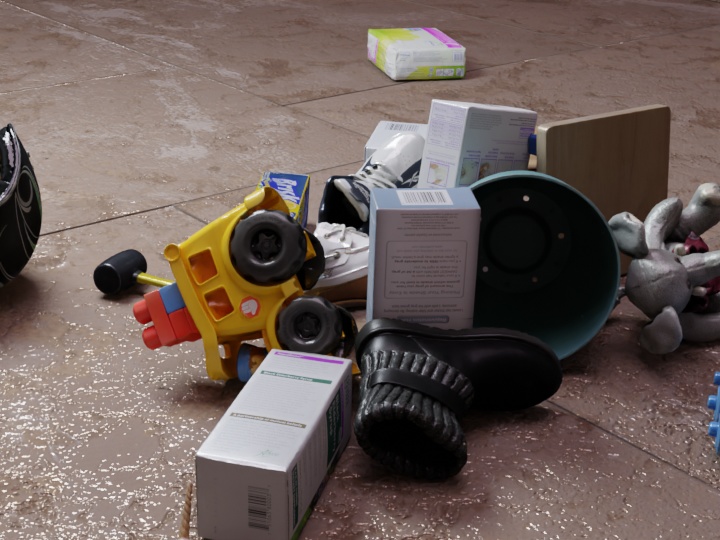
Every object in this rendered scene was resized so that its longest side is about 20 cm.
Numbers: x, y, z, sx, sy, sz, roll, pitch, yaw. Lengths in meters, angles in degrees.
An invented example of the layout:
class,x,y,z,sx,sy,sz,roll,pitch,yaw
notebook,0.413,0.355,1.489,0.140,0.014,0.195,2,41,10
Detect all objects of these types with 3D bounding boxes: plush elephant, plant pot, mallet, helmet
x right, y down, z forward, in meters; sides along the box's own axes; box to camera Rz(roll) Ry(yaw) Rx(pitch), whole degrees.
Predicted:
class,x,y,z,sx,sy,sz,roll,pitch,yaw
plush elephant,0.336,0.005,1.311,0.200,0.165,0.155,-21,-3,7
plant pot,0.168,-0.015,1.319,0.200,0.201,0.161,4,13,5
mallet,-0.201,0.016,1.411,0.200,0.041,0.066,11,22,9
helmet,-0.449,-0.066,1.384,0.200,0.191,0.200,6,57,-9

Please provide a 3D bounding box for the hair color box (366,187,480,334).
class,x,y,z,sx,sy,sz,roll,pitch,yaw
hair color box,0.057,0.023,1.195,0.099,0.200,0.061,-1,23,-6

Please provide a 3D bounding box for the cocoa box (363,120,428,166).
class,x,y,z,sx,sy,sz,roll,pitch,yaw
cocoa box,0.109,-0.107,1.596,0.200,0.131,0.133,5,22,7

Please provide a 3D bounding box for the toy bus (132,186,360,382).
class,x,y,z,sx,sy,sz,roll,pitch,yaw
toy bus,-0.115,0.045,1.206,0.192,0.200,0.136,-26,-10,3

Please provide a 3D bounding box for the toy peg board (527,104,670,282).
class,x,y,z,sx,sy,sz,roll,pitch,yaw
toy peg board,0.269,-0.095,1.504,0.199,0.200,0.098,-13,20,-31

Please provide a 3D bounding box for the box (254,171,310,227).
class,x,y,z,sx,sy,sz,roll,pitch,yaw
box,-0.105,-0.061,1.548,0.064,0.070,0.200,5,23,1

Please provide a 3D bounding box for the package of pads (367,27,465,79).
class,x,y,z,sx,sy,sz,roll,pitch,yaw
package of pads,0.104,-0.430,2.442,0.154,0.068,0.200,-4,23,-16

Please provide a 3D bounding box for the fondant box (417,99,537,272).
class,x,y,z,sx,sy,sz,roll,pitch,yaw
fondant box,0.129,-0.093,1.441,0.058,0.200,0.144,16,13,39

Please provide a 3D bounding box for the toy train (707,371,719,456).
class,x,y,z,sx,sy,sz,roll,pitch,yaw
toy train,0.372,0.099,1.150,0.087,0.114,0.200,8,23,16

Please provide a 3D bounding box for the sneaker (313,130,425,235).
class,x,y,z,sx,sy,sz,roll,pitch,yaw
sneaker,0.013,-0.093,1.449,0.079,0.199,0.130,43,-8,7

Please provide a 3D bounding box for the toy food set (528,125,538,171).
class,x,y,z,sx,sy,sz,roll,pitch,yaw
toy food set,0.226,-0.180,1.884,0.198,0.049,0.200,18,27,33

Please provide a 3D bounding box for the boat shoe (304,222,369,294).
class,x,y,z,sx,sy,sz,roll,pitch,yaw
boat shoe,-0.029,-0.018,1.301,0.200,0.069,0.071,-20,2,19

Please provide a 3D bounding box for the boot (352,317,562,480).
class,x,y,z,sx,sy,sz,roll,pitch,yaw
boot,0.093,0.121,1.121,0.211,0.080,0.158,6,27,-8

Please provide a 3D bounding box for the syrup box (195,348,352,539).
class,x,y,z,sx,sy,sz,roll,pitch,yaw
syrup box,-0.068,0.146,1.050,0.081,0.079,0.200,7,23,14

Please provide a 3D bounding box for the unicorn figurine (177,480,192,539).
class,x,y,z,sx,sy,sz,roll,pitch,yaw
unicorn figurine,-0.133,0.246,0.836,0.137,0.074,0.200,-5,36,-40

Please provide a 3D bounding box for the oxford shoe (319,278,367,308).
class,x,y,z,sx,sy,sz,roll,pitch,yaw
oxford shoe,0.000,0.000,1.416,0.200,0.071,0.071,-15,27,-38
